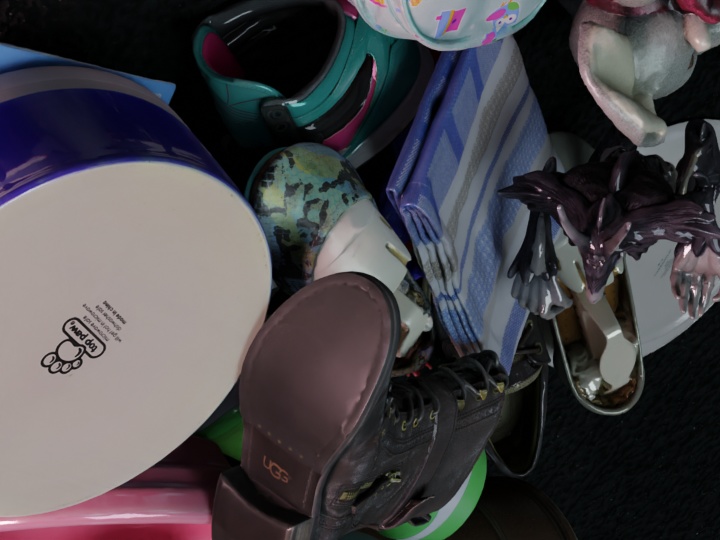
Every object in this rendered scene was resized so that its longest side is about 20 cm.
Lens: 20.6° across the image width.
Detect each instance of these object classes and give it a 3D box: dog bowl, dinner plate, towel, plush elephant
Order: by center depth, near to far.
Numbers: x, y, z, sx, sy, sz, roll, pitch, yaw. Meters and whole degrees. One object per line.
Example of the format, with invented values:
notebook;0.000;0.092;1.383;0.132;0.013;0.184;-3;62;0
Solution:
dog bowl;-0.143;0.012;0.896;0.200;0.079;0.200;-22;136;-23
plush elephant;0.160;-0.154;1.028;0.200;0.165;0.155;-14;126;12
towel;0.069;-0.042;1.046;0.200;0.024;0.147;62;44;-55
dinner plate;0.191;-0.008;1.284;0.200;0.024;0.200;-22;137;-22

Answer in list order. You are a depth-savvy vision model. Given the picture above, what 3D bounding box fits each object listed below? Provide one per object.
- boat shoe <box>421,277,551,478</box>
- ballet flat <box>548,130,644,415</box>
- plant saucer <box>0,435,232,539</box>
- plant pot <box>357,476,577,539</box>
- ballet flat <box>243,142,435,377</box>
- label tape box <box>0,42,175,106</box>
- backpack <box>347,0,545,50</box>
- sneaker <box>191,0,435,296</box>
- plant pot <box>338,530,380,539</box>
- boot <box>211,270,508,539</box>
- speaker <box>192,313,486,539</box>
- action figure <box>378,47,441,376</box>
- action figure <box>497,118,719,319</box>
boat shoe;0.087;0.049;1.219;0.073;0.065;0.200;-29;138;-12
ballet flat;0.141;0.006;1.200;0.067;0.064;0.200;-21;128;-6
plant saucer;-0.150;0.119;1.040;0.200;0.051;0.201;-4;167;-1
plant pot;0.007;0.221;1.228;0.198;0.200;0.200;9;120;-33
ballet flat;0.000;0.000;0.995;0.074;0.074;0.200;-39;154;-3
label tape box;-0.195;-0.028;0.929;0.143;0.066;0.200;9;117;-43
backpack;0.039;-0.204;0.904;0.167;0.127;0.200;-5;128;-36
sneaker;-0.056;-0.063;0.988;0.200;0.084;0.121;-51;145;-1
plant pot;-0.023;0.255;1.041;0.200;0.135;0.200;-12;121;-20
boot;0.015;0.068;0.993;0.174;0.069;0.200;-18;140;-47
speaker;-0.023;0.085;1.115;0.200;0.088;0.088;30;105;-31
action figure;0.042;-0.020;1.096;0.065;0.099;0.200;-19;141;-48
action figure;0.141;-0.021;1.045;0.200;0.119;0.102;-40;135;-64
